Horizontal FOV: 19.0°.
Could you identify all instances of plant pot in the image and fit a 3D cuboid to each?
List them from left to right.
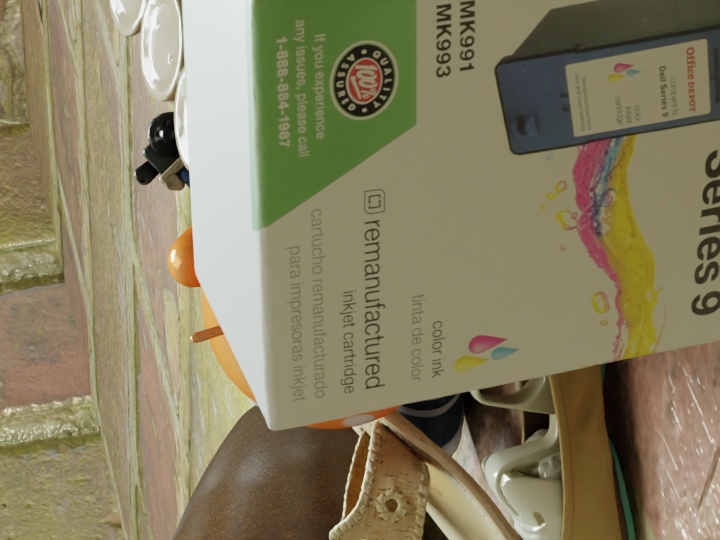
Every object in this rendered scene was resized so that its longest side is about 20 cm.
[{"bbox_3d":[-0.037,0.173,1.304,0.201,0.185,0.188,-92,1,-56],"label":"plant pot"}]

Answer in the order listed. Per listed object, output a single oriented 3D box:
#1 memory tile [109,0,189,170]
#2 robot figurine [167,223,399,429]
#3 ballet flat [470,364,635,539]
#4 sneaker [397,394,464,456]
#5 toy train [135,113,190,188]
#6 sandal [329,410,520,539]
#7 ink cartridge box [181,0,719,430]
[{"bbox_3d":[-0.072,-0.150,0.894,0.201,0.017,0.154,61,142,43],"label":"memory tile"},{"bbox_3d":[-0.002,0.000,0.984,0.144,0.200,0.117,46,119,1],"label":"robot figurine"},{"bbox_3d":[0.076,0.062,0.917,0.069,0.062,0.202,-143,45,-69],"label":"ballet flat"},{"bbox_3d":[0.009,-0.003,1.152,0.109,0.070,0.201,94,156,-61],"label":"sneaker"},{"bbox_3d":[-0.017,-0.099,0.940,0.046,0.200,0.034,49,180,-4],"label":"toy train"},{"bbox_3d":[0.006,0.105,1.071,0.212,0.069,0.078,54,161,11],"label":"sandal"},{"bbox_3d":[0.054,-0.051,0.633,0.088,0.198,0.146,-122,26,-52],"label":"ink cartridge box"}]
